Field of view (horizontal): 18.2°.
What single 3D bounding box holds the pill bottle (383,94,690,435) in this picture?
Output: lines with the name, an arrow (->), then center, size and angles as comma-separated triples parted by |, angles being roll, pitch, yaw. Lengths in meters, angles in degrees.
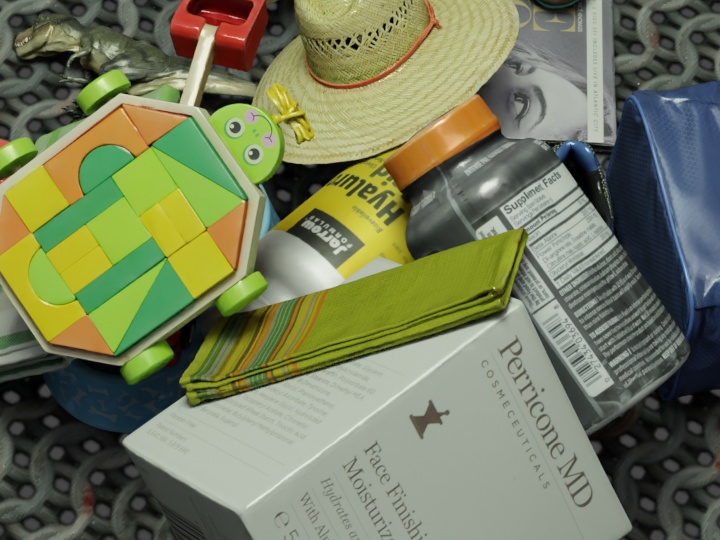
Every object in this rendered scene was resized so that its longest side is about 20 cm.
pill bottle -> 0.097, -0.004, 1.320 | 0.106, 0.106, 0.200 | -35, 90, -19

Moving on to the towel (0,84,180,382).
towel -> -0.188, -0.017, 1.408 | 0.031, 0.149, 0.201 | 40, 55, -31

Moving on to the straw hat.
straw hat -> 0.000, -0.163, 1.445 | 0.200, 0.085, 0.201 | -17, 35, 12

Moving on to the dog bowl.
dog bowl -> -0.125, 0.008, 1.430 | 0.111, 0.050, 0.200 | 27, 64, 13

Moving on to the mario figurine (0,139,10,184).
mario figurine -> -0.279, -0.012, 1.377 | 0.199, 0.123, 0.106 | -25, 80, 2

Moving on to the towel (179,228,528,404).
towel -> -0.004, 0.022, 1.258 | 0.199, 0.018, 0.086 | -17, 25, 22

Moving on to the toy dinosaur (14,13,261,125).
toy dinosaur -> -0.148, -0.121, 1.506 | 0.199, 0.048, 0.088 | 17, 55, 4

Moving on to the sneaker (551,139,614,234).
sneaker -> 0.131, 0.004, 1.421 | 0.075, 0.079, 0.201 | -4, 60, -3

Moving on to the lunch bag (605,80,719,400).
lunch bag -> 0.239, -0.029, 1.410 | 0.132, 0.136, 0.201 | -7, 61, -7

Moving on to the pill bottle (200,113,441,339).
pill bottle -> 0.000, 0.000, 1.402 | 0.111, 0.111, 0.200 | 41, 68, 20

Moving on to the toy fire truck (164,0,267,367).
toy fire truck -> -0.106, -0.057, 1.357 | 0.049, 0.141, 0.201 | 14, 61, 7

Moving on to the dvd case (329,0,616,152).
dvd case -> 0.075, -0.151, 1.544 | 0.199, 0.016, 0.149 | 3, 60, 0

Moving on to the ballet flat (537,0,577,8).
ballet flat -> 0.103, -0.271, 1.569 | 0.068, 0.072, 0.200 | -19, 56, -15

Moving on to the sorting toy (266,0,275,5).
sorting toy -> -0.039, -0.291, 1.503 | 0.198, 0.201, 0.070 | -24, 20, -12

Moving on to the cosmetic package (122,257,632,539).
cosmetic package -> 0.009, 0.122, 1.269 | 0.200, 0.165, 0.165 | -36, 24, -18

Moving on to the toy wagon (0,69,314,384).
toy wagon -> -0.118, -0.038, 1.286 | 0.200, 0.040, 0.155 | -35, 86, 8
